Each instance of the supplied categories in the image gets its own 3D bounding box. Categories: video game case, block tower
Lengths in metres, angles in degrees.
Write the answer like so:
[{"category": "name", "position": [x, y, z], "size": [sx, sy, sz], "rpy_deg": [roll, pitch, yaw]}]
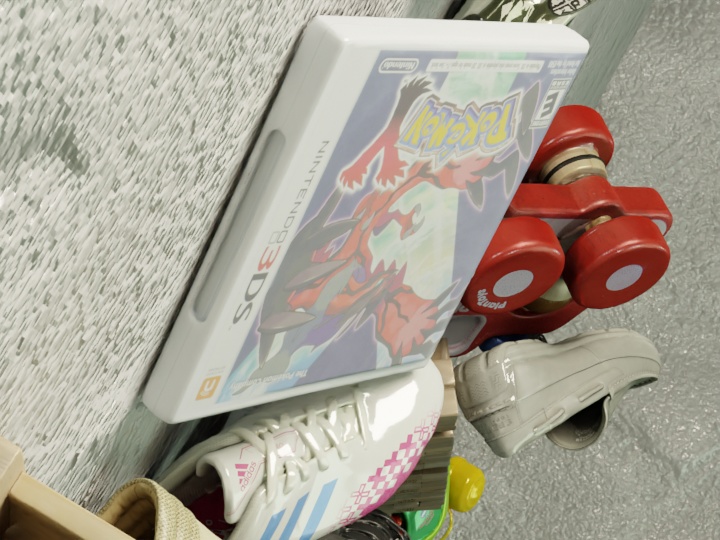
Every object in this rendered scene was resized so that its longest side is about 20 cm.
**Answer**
[{"category": "video game case", "position": [0.007, -0.024, 0.874], "size": [0.199, 0.023, 0.183], "rpy_deg": [-9, 130, -55]}, {"category": "block tower", "position": [0.028, 0.101, 1.265], "size": [0.200, 0.057, 0.055], "rpy_deg": [95, -11, -67]}]

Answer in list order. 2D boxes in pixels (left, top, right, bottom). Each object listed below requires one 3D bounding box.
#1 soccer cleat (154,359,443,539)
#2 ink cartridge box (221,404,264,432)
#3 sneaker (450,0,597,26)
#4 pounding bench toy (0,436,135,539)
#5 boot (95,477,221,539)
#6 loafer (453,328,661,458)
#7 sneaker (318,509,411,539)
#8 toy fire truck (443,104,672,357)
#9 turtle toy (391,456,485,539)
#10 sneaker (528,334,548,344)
[{"category": "soccer cleat", "position": [-0.036, 0.096, 0.957], "size": [0.199, 0.070, 0.087], "rpy_deg": [-38, 158, -19]}, {"category": "ink cartridge box", "position": [-0.074, 0.141, 1.096], "size": [0.200, 0.040, 0.201], "rpy_deg": [108, 6, -61]}, {"category": "sneaker", "position": [0.084, -0.143, 1.137], "size": [0.201, 0.077, 0.089], "rpy_deg": [-54, -175, -18]}, {"category": "pounding bench toy", "position": [-0.088, 0.174, 0.675], "size": [0.125, 0.155, 0.200], "rpy_deg": [-58, 173, -25]}, {"category": "boot", "position": [-0.088, 0.204, 0.863], "size": [0.155, 0.072, 0.201], "rpy_deg": [42, 65, -48]}, {"category": "loafer", "position": [0.129, 0.079, 1.261], "size": [0.070, 0.070, 0.199], "rpy_deg": [-28, 166, 38]}, {"category": "sneaker", "position": [-0.010, 0.181, 1.235], "size": [0.091, 0.076, 0.200], "rpy_deg": [-54, 169, -15]}, {"category": "toy fire truck", "position": [0.084, -0.006, 1.227], "size": [0.198, 0.113, 0.168], "rpy_deg": [-1, 143, -33]}, {"category": "turtle toy", "position": [-0.007, 0.180, 1.512], "size": [0.201, 0.145, 0.101], "rpy_deg": [-59, 153, -12]}, {"category": "sneaker", "position": [0.061, 0.038, 1.331], "size": [0.201, 0.139, 0.078], "rpy_deg": [-60, 177, -7]}]
